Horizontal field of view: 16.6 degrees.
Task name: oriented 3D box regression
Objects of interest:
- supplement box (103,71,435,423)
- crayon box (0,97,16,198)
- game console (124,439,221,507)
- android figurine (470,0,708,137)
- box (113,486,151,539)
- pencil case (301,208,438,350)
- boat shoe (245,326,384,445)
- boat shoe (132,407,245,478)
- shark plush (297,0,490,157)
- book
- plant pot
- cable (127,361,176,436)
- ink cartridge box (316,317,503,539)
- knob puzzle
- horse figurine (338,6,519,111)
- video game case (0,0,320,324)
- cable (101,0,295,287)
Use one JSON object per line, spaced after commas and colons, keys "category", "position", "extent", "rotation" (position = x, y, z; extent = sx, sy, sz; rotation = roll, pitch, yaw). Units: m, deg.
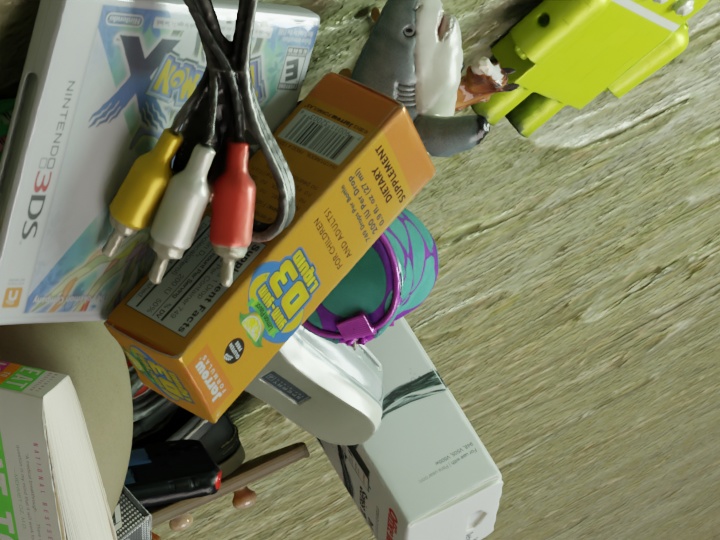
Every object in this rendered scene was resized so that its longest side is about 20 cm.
{"category": "supplement box", "position": [-0.048, -0.014, 1.369], "extent": [0.200, 0.069, 0.067], "rotation": [-48, 140, -17]}
{"category": "crayon box", "position": [-0.188, -0.039, 1.366], "extent": [0.199, 0.058, 0.119], "rotation": [-11, 150, -47]}
{"category": "game console", "position": [-0.197, 0.148, 1.668], "extent": [0.198, 0.031, 0.177], "rotation": [-11, -179, -8]}
{"category": "android figurine", "position": [0.166, -0.164, 1.651], "extent": [0.200, 0.041, 0.182], "rotation": [-38, 160, 17]}
{"category": "box", "position": [-0.255, 0.166, 1.541], "extent": [0.200, 0.160, 0.044], "rotation": [-37, 158, -21]}
{"category": "pencil case", "position": [0.000, 0.000, 1.629], "extent": [0.084, 0.093, 0.200], "rotation": [-5, -177, 10]}
{"category": "boat shoe", "position": [-0.059, 0.041, 1.675], "extent": [0.070, 0.072, 0.201], "rotation": [-25, 127, 36]}
{"category": "boat shoe", "position": [-0.185, 0.148, 1.838], "extent": [0.199, 0.073, 0.062], "rotation": [-21, 115, -13]}
{"category": "shark plush", "position": [-0.011, -0.085, 1.476], "extent": [0.200, 0.091, 0.083], "rotation": [-37, 123, 27]}
{"category": "book", "position": [-0.236, 0.102, 1.370], "extent": [0.048, 0.199, 0.135], "rotation": [-42, 133, -48]}
{"category": "plant pot", "position": [-0.212, 0.082, 1.461], "extent": [0.135, 0.200, 0.201], "rotation": [-48, 176, -45]}
{"category": "cable", "position": [-0.121, 0.053, 1.711], "extent": [0.200, 0.050, 0.097], "rotation": [-40, 164, -16]}
{"category": "ink cartridge box", "position": [0.018, 0.112, 1.826], "extent": [0.083, 0.201, 0.147], "rotation": [-28, 160, -12]}
{"category": "knob puzzle", "position": [-0.119, 0.180, 1.894], "extent": [0.218, 0.031, 0.220], "rotation": [-24, 179, -1]}
{"category": "horse figurine", "position": [-0.010, -0.088, 1.544], "extent": [0.200, 0.050, 0.132], "rotation": [-41, 153, 13]}
{"category": "video game case", "position": [-0.115, -0.060, 1.333], "extent": [0.199, 0.022, 0.184], "rotation": [-2, 113, -51]}
{"category": "cable", "position": [-0.071, -0.086, 1.284], "extent": [0.050, 0.096, 0.201], "rotation": [-82, -175, -67]}
